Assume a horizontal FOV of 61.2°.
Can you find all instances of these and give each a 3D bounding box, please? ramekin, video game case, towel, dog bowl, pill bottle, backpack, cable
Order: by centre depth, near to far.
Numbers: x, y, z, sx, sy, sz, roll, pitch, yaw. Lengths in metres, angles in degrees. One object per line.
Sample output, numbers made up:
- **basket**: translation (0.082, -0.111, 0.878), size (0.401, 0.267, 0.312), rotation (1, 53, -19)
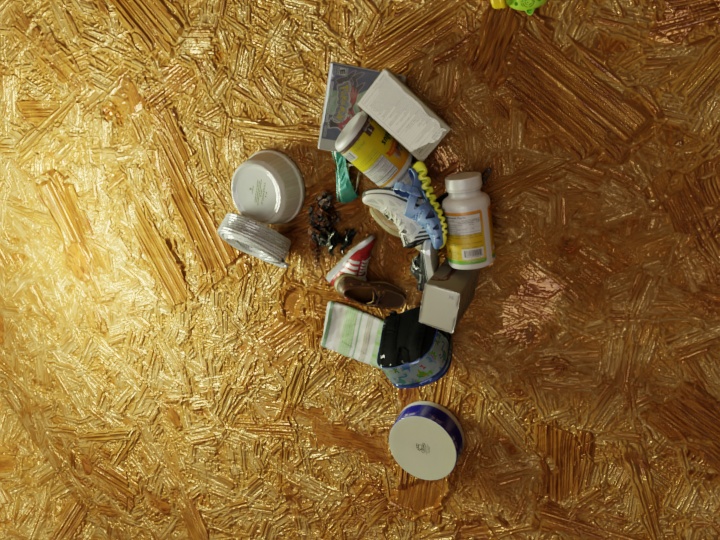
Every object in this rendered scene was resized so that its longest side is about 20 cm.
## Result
- **pill bottle**: translation (0.242, -0.114, 1.377), size (0.109, 0.111, 0.203), rotation (-1, 110, 26)
- **pill bottle**: translation (0.045, -0.266, 1.418), size (0.199, 0.110, 0.109), rotation (38, 123, -20)
- **video game case**: translation (0.001, -0.373, 1.437), size (0.179, 0.023, 0.203), rotation (8, 114, -8)
- **backpack**: translation (0.142, 0.201, 1.519), size (0.181, 0.201, 0.148), rotation (-18, 120, 28)
- **ramekin**: translation (-0.255, -0.214, 1.623), size (0.199, 0.094, 0.206), rotation (9, 112, 23)
- **cable**: translation (-0.282, -0.086, 1.629), size (0.197, 0.200, 0.070), rotation (20, 78, 15)
- **dog bowl**: translation (0.180, 0.466, 1.666), size (0.197, 0.079, 0.204), rotation (9, 111, 23)
- **towel**: translation (-0.013, 0.181, 1.685), size (0.197, 0.031, 0.152), rotation (19, 116, 18)

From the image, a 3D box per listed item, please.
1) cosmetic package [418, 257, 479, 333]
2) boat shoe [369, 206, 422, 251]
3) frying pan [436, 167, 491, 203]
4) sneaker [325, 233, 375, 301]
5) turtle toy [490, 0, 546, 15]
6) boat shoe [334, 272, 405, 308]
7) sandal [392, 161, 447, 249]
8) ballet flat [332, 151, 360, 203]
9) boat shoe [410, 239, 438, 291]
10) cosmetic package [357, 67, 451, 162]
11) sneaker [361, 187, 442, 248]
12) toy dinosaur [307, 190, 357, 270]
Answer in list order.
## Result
- **cosmetic package**: translation (0.212, 0.050, 1.430), size (0.086, 0.200, 0.105), rotation (16, 114, 18)
- **boat shoe**: translation (0.115, -0.113, 1.499), size (0.198, 0.071, 0.065), rotation (33, 115, 0)
- **frying pan**: translation (0.233, -0.166, 1.440), size (0.113, 0.031, 0.193), rotation (20, 112, 17)
- **sneaker**: translation (0.000, 0.000, 1.590), size (0.113, 0.071, 0.200), rotation (49, 129, 7)
- **turtle toy**: translation (0.329, -0.609, 1.193), size (0.143, 0.101, 0.204), rotation (1, 108, 26)
- **boat shoe**: translation (0.029, 0.065, 1.550), size (0.197, 0.068, 0.073), rotation (15, 110, -22)
- **sandal**: translation (0.135, -0.138, 1.368), size (0.086, 0.080, 0.203), rotation (-20, 79, -5)
- **ballet flat**: translation (-0.036, -0.271, 1.523), size (0.069, 0.067, 0.204), rotation (-8, 106, 2)
- **boat shoe**: translation (0.152, -0.007, 1.468), size (0.067, 0.073, 0.201), rotation (6, 152, 14)
- **cosmetic package**: translation (0.100, -0.353, 1.380), size (0.199, 0.073, 0.104), rotation (41, 108, -9)
- **sneaker**: translation (0.090, -0.119, 1.426), size (0.197, 0.076, 0.117), rotation (14, 79, 5)
- **toy dinosaur**: translation (-0.091, -0.102, 1.604), size (0.135, 0.102, 0.202), rotation (28, 137, 31)
